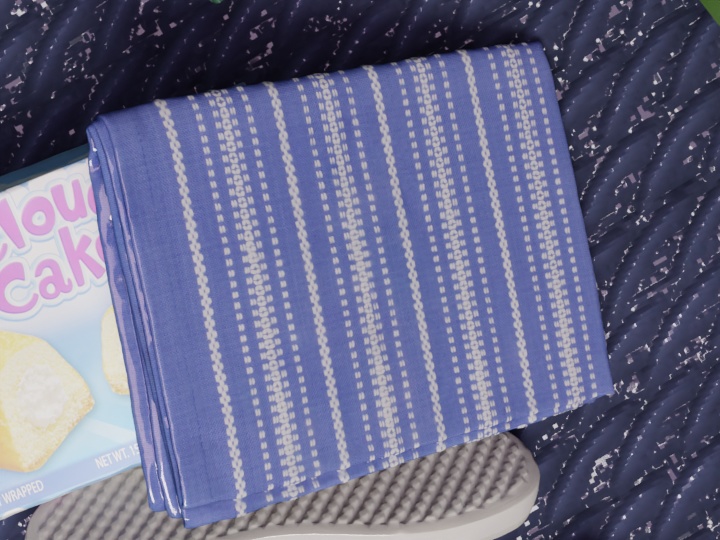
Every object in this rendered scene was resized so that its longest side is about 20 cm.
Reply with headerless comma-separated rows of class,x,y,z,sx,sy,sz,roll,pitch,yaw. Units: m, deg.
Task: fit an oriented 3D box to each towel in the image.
towel,0.000,0.000,0.748,0.199,0.024,0.146,-13,93,-32

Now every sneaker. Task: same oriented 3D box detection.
sneaker,-0.029,0.107,0.804,0.198,0.074,0.082,-8,136,-8

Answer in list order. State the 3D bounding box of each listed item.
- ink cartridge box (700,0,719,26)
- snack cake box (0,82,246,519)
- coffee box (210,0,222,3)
ink cartridge box,0.223,-0.070,0.776,0.104,0.059,0.200,-39,99,4
snack cake box,-0.115,0.019,0.777,0.199,0.067,0.116,-21,100,2
coffee box,-0.012,-0.200,0.725,0.200,0.044,0.123,-39,135,5
